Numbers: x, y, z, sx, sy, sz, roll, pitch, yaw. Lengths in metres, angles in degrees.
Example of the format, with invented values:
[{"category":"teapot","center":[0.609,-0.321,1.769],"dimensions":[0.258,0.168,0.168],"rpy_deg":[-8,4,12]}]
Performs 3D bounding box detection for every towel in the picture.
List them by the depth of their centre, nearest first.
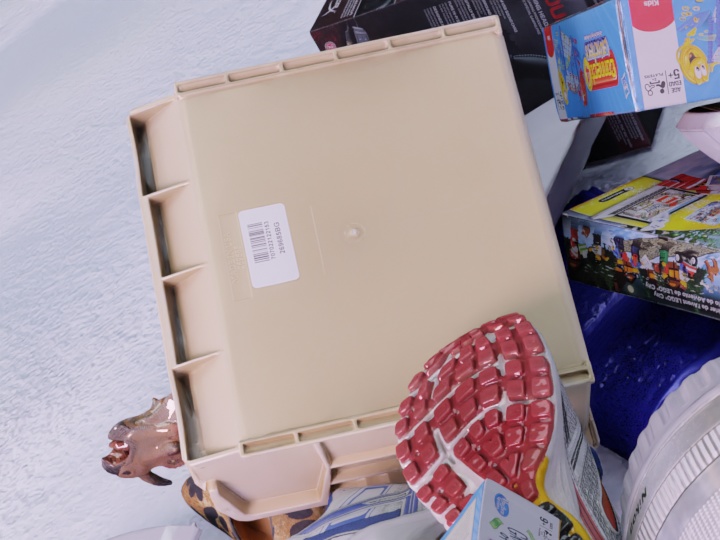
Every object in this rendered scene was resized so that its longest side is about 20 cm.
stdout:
[{"category":"towel","center":[0.141,0.022,1.002],"dimensions":[0.147,0.050,0.199],"rpy_deg":[-40,29,-18]}]

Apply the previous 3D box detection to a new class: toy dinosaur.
[{"category":"toy dinosaur","center":[-0.034,0.075,1.043],"dimensions":[0.198,0.137,0.086],"rpy_deg":[14,35,9]}]

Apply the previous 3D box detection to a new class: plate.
[{"category":"plate","center":[0.061,-0.023,1.117],"dimensions":[0.199,0.032,0.200],"rpy_deg":[-33,15,36]}]

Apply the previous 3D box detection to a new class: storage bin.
[{"category":"storage bin","center":[0.000,0.000,0.929],"dimensions":[0.196,0.094,0.202],"rpy_deg":[-12,67,-1]}]

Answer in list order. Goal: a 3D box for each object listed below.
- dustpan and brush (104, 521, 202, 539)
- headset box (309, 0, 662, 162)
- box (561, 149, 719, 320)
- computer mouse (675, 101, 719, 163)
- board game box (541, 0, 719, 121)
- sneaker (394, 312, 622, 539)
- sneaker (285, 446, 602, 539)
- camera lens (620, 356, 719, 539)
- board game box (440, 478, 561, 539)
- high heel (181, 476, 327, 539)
[{"category":"dustpan and brush","center":[-0.171,0.209,1.012],"dimensions":[0.198,0.057,0.141],"rpy_deg":[-6,50,30]},{"category":"headset box","center":[0.092,-0.137,1.202],"dimensions":[0.198,0.150,0.078],"rpy_deg":[-13,32,28]},{"category":"box","center":[0.218,-0.033,0.948],"dimensions":[0.199,0.038,0.136],"rpy_deg":[-24,25,-33]},{"category":"computer mouse","center":[0.252,-0.071,0.915],"dimensions":[0.198,0.044,0.110],"rpy_deg":[-10,9,1]},{"category":"board game box","center":[0.210,-0.122,0.979],"dimensions":[0.198,0.057,0.196],"rpy_deg":[-10,4,-3]},{"category":"sneaker","center":[0.070,0.106,0.791],"dimensions":[0.077,0.082,0.201],"rpy_deg":[-27,48,19]},{"category":"sneaker","center":[0.027,0.117,0.869],"dimensions":[0.199,0.076,0.088],"rpy_deg":[-19,27,-40]},{"category":"camera lens","center":[0.185,0.130,0.664],"dimensions":[0.159,0.161,0.200],"rpy_deg":[-27,28,7]},{"category":"board game box","center":[0.004,0.189,0.682],"dimensions":[0.201,0.034,0.135],"rpy_deg":[-57,8,28]},{"category":"high heel","center":[-0.054,0.159,0.947],"dimensions":[0.199,0.072,0.143],"rpy_deg":[8,44,42]}]
